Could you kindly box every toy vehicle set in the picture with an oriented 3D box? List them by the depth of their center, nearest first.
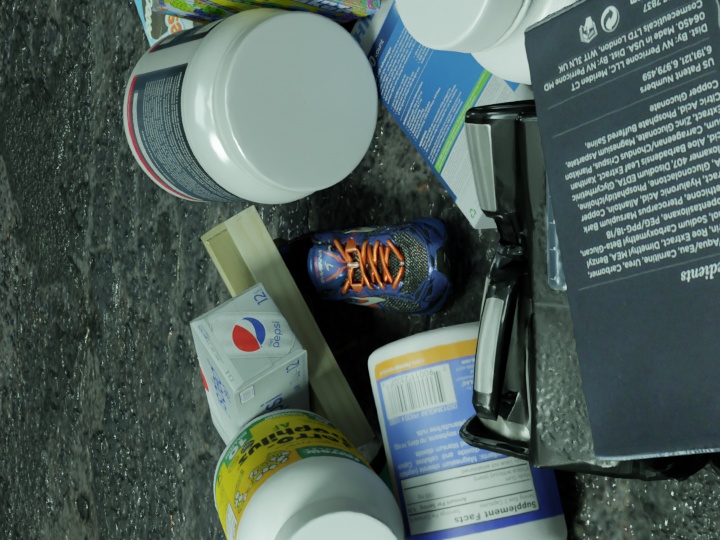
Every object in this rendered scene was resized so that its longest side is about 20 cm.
[{"bbox_3d":[-0.062,0.049,0.964,0.202,0.026,0.124,62,164,-5],"label":"toy vehicle set"}]

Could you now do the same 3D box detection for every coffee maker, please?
[{"bbox_3d":[0.151,0.003,0.680,0.189,0.135,0.203,2,102,13],"label":"coffee maker"}]

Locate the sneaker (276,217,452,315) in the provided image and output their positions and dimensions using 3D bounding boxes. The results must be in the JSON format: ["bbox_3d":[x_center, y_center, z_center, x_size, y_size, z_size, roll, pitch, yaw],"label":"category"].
[{"bbox_3d":[0.000,0.000,0.926,0.199,0.078,0.077,-6,88,55],"label":"sneaker"}]

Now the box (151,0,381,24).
[{"bbox_3d":[-0.062,-0.294,0.904,0.192,0.120,0.203,5,87,64],"label":"box"}]

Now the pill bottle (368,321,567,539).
[{"bbox_3d":[0.076,0.143,0.804,0.112,0.111,0.203,-26,72,52],"label":"pill bottle"}]

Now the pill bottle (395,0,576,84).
[{"bbox_3d":[0.118,-0.155,0.644,0.111,0.198,0.113,6,97,54],"label":"pill bottle"}]

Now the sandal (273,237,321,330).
[{"bbox_3d":[-0.080,0.074,1.065,0.081,0.054,0.203,30,116,49],"label":"sandal"}]

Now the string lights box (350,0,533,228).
[{"bbox_3d":[0.070,-0.135,0.834,0.201,0.058,0.103,58,135,34],"label":"string lights box"}]

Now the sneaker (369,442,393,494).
[{"bbox_3d":[0.008,0.202,0.946,0.201,0.071,0.080,-56,48,31],"label":"sneaker"}]

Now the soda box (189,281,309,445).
[{"bbox_3d":[-0.082,0.093,0.935,0.069,0.063,0.201,54,163,22],"label":"soda box"}]

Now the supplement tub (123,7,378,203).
[{"bbox_3d":[-0.088,-0.122,0.914,0.199,0.138,0.143,7,99,60],"label":"supplement tub"}]

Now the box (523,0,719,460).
[{"bbox_3d":[0.193,-0.029,0.550,0.117,0.194,0.203,-19,77,52],"label":"box"}]

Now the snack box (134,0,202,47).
[{"bbox_3d":[-0.131,-0.199,1.080,0.115,0.037,0.203,-28,78,32],"label":"snack box"}]

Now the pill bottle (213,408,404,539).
[{"bbox_3d":[-0.034,0.169,0.803,0.200,0.111,0.115,-150,61,-75],"label":"pill bottle"}]
